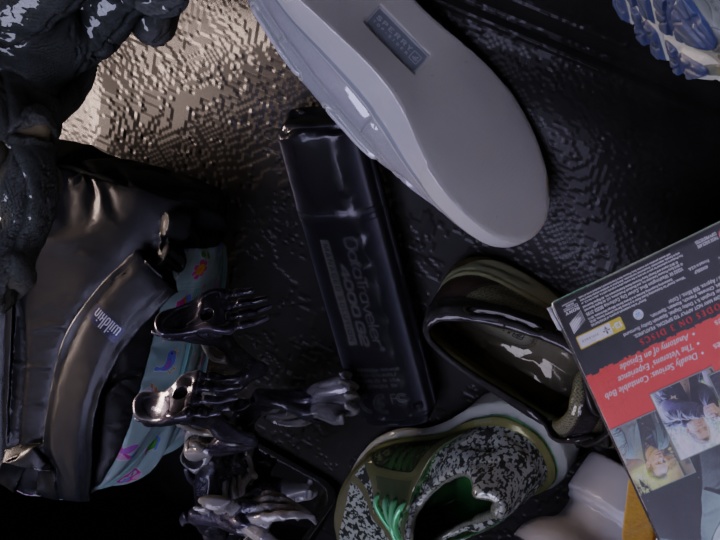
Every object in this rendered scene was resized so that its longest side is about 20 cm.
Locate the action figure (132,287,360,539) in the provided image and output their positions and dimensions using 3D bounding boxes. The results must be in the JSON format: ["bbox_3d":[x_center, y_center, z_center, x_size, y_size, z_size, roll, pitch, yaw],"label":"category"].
[{"bbox_3d":[-0.059,0.101,1.011,0.102,0.119,0.200,4,147,15],"label":"action figure"}]

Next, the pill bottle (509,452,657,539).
[{"bbox_3d":[0.110,0.206,0.970,0.116,0.200,0.116,34,173,5],"label":"pill bottle"}]

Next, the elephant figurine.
[{"bbox_3d":[-0.192,-0.104,0.954,0.141,0.155,0.200,32,98,-13],"label":"elephant figurine"}]

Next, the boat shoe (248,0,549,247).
[{"bbox_3d":[0.015,-0.089,0.928,0.200,0.072,0.068,43,154,-10],"label":"boat shoe"}]

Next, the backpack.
[{"bbox_3d":[-0.155,0.035,1.050,0.166,0.126,0.201,18,105,29],"label":"backpack"}]

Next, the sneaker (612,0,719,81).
[{"bbox_3d":[0.180,-0.122,0.805,0.200,0.085,0.077,49,168,19],"label":"sneaker"}]

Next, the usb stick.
[{"bbox_3d":[0.000,0.000,1.017,0.055,0.033,0.201,-2,119,24],"label":"usb stick"}]

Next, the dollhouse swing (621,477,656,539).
[{"bbox_3d":[0.238,0.046,0.824,0.199,0.182,0.176,16,148,22],"label":"dollhouse swing"}]

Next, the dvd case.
[{"bbox_3d":[0.190,0.075,0.816,0.146,0.022,0.201,-28,81,22],"label":"dvd case"}]

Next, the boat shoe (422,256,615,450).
[{"bbox_3d":[0.122,0.066,0.965,0.200,0.065,0.073,26,130,13],"label":"boat shoe"}]

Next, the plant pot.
[{"bbox_3d":[-0.157,0.208,1.158,0.199,0.200,0.178,28,143,11],"label":"plant pot"}]

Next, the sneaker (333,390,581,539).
[{"bbox_3d":[0.036,0.135,1.046,0.077,0.089,0.200,48,136,-4],"label":"sneaker"}]
